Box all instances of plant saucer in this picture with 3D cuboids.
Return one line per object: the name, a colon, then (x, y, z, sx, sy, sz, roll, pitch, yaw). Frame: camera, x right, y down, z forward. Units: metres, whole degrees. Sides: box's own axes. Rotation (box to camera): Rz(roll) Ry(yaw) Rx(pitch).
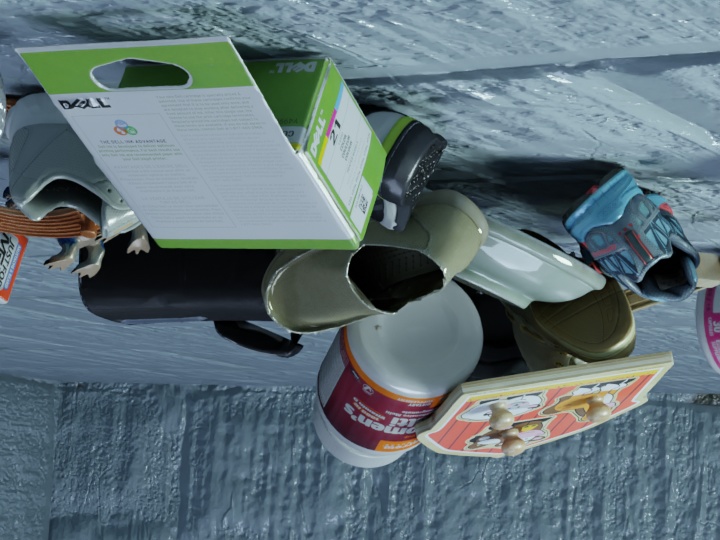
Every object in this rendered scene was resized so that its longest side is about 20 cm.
plant saucer: (0.089, -0.014, 1.666, 0.200, 0.050, 0.200, 24, 179, 0)

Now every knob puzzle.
knob puzzle: (0.139, 0.123, 1.731, 0.219, 0.031, 0.220, -12, 161, -4)

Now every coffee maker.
coffee maker: (-0.125, -0.026, 1.750, 0.200, 0.135, 0.192, -1, 147, 27)

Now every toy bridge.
toy bridge: (0.281, 0.000, 1.801, 0.200, 0.027, 0.067, -25, 164, 34)

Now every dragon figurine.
dragon figurine: (-0.202, -0.059, 1.682, 0.200, 0.100, 0.059, -26, 154, 35)

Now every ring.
ring: (-0.253, -0.067, 1.556, 0.200, 0.019, 0.201, 6, 155, 3)

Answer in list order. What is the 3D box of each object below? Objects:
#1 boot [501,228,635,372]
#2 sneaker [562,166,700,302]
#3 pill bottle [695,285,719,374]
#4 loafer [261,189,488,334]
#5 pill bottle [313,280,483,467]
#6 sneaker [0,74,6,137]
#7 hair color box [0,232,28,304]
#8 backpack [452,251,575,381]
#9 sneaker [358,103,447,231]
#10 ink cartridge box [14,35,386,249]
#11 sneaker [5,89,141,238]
boot: (0.178, 0.066, 1.779, 0.073, 0.156, 0.200, -32, -147, -14)
sneaker: (0.214, -0.008, 1.643, 0.079, 0.096, 0.200, -42, 160, 11)
pill bottle: (0.414, 0.040, 1.953, 0.200, 0.114, 0.113, -3, 170, 41)
loafer: (0.000, 0.000, 1.585, 0.200, 0.076, 0.068, -25, -159, 35)
pill bottle: (0.024, 0.085, 1.757, 0.109, 0.110, 0.200, 5, 154, -11)
sneaker: (-0.298, -0.115, 1.240, 0.115, 0.075, 0.200, 0, 167, 30)
hair color box: (-0.365, -0.043, 1.665, 0.111, 0.064, 0.200, -2, 151, 37)
backpack: (0.074, 0.040, 1.927, 0.167, 0.163, 0.200, 9, 178, 29)
sneaker: (0.008, -0.082, 1.462, 0.083, 0.072, 0.200, 27, 173, 5)
ink cartridge box: (-0.090, -0.098, 1.297, 0.147, 0.076, 0.200, 1, 146, 26)
sneaker: (-0.139, -0.060, 1.446, 0.199, 0.092, 0.076, 3, 149, -3)
